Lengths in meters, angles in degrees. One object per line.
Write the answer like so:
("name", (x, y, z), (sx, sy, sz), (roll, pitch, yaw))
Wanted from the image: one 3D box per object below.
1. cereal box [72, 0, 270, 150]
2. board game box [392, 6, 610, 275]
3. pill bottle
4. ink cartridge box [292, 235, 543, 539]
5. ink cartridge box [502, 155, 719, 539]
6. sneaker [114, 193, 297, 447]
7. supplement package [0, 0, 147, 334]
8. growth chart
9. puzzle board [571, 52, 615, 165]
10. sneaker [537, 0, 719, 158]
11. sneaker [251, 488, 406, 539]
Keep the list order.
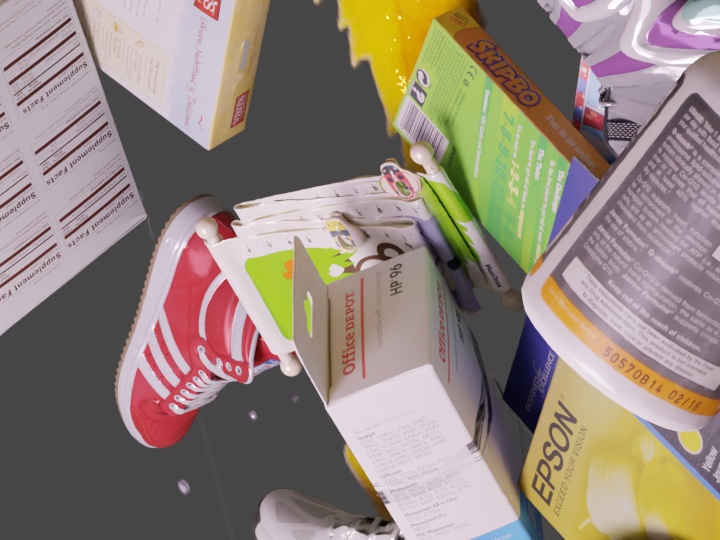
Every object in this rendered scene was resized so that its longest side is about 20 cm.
("cereal box", (-0.141, -0.183, 1.669), (0.200, 0.040, 0.144), (37, 138, 22))
("board game box", (0.098, -0.045, 1.506), (0.200, 0.030, 0.096), (51, 147, 21))
("pill bottle", (0.176, -0.031, 1.296), (0.116, 0.116, 0.200), (43, 108, 17))
("ink cartridge box", (0.033, 0.072, 1.544), (0.068, 0.116, 0.200), (-22, 123, 13))
("ink cartridge box", (0.143, 0.075, 1.456), (0.200, 0.047, 0.198), (44, 142, 29))
("sneaker", (-0.089, 0.060, 1.747), (0.112, 0.071, 0.200), (38, 134, 27))
("supplement package", (-0.270, -0.097, 1.737), (0.191, 0.147, 0.200), (22, 141, 40))
("growth chart", (0.000, 0.000, 1.600), (0.200, 0.018, 0.145), (-15, 123, 38))
("puzzle board", (0.189, -0.021, 1.457), (0.200, 0.017, 0.151), (30, 133, 30))
("sneaker", (0.130, -0.103, 1.398), (0.200, 0.078, 0.140), (28, 118, 32))
("sneaker", (0.028, 0.161, 1.706), (0.200, 0.076, 0.115), (27, 123, 21))
